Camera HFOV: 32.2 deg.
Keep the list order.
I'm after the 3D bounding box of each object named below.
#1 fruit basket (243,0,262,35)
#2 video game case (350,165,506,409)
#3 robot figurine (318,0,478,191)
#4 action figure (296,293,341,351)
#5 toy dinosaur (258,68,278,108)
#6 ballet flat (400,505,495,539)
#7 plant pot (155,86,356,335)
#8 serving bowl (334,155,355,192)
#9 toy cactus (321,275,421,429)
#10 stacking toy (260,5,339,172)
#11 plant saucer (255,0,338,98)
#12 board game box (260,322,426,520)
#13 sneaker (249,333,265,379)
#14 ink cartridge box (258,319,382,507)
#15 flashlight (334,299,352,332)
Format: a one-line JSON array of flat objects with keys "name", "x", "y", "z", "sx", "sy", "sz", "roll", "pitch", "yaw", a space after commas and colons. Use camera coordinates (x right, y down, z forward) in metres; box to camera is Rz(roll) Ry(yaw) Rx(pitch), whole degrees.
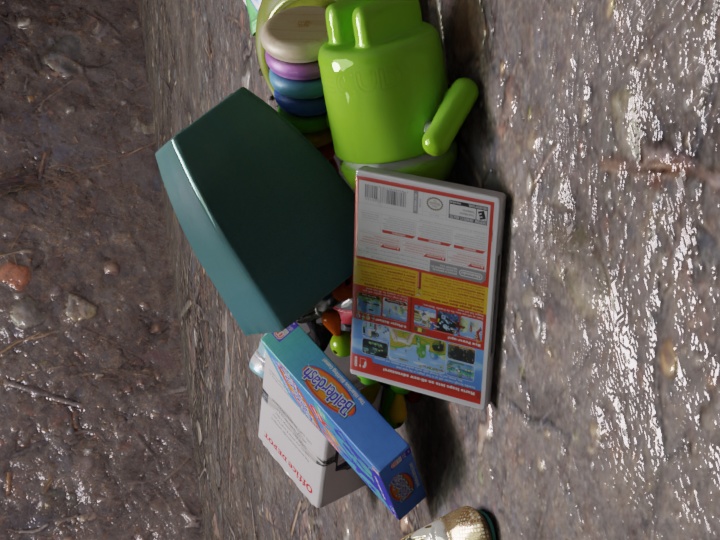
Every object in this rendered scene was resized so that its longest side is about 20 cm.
[{"name": "fruit basket", "x": -0.040, "y": -0.252, "z": 1.316, "sx": 0.184, "sy": 0.093, "sz": 0.203, "roll": -28, "pitch": 83, "yaw": 47}, {"name": "video game case", "x": 0.057, "y": 0.016, "z": 1.123, "sx": 0.017, "sy": 0.141, "sz": 0.203, "roll": -33, "pitch": -49, "yaw": -56}, {"name": "robot figurine", "x": 0.026, "y": -0.152, "z": 1.151, "sx": 0.174, "sy": 0.115, "sz": 0.203, "roll": 17, "pitch": 125, "yaw": 50}, {"name": "action figure", "x": -0.059, "y": 0.006, "z": 1.360, "sx": 0.119, "sy": 0.101, "sz": 0.202, "roll": 43, "pitch": 141, "yaw": 28}, {"name": "toy dinosaur", "x": -0.090, "y": -0.273, "z": 1.702, "sx": 0.200, "sy": 0.076, "sz": 0.104, "roll": -123, "pitch": 43, "yaw": -70}, {"name": "ballet flat", "x": 0.074, "y": 0.279, "z": 1.225, "sx": 0.200, "sy": 0.064, "sz": 0.072, "roll": 118, "pitch": 145, "yaw": -63}, {"name": "plant pot", "x": -0.098, "y": -0.063, "z": 1.203, "sx": 0.201, "sy": 0.141, "sz": 0.141, "roll": 55, "pitch": 161, "yaw": -9}, {"name": "serving bowl", "x": -0.042, "y": -0.065, "z": 1.516, "sx": 0.200, "sy": 0.065, "sz": 0.204, "roll": -166, "pitch": 90, "yaw": -73}, {"name": "toy cactus", "x": 0.026, "y": 0.060, "z": 1.310, "sx": 0.166, "sy": 0.101, "sz": 0.202, "roll": -74, "pitch": -37, "yaw": -61}, {"name": "stacking toy", "x": -0.049, "y": -0.158, "z": 1.255, "sx": 0.086, "sy": 0.084, "sz": 0.202, "roll": -113, "pitch": 14, "yaw": -49}, {"name": "plant saucer", "x": -0.029, "y": -0.214, "z": 1.271, "sx": 0.031, "sy": 0.197, "sz": 0.202, "roll": -46, "pitch": -29, "yaw": -47}, {"name": "board game box", "x": -0.017, "y": 0.157, "z": 1.324, "sx": 0.200, "sy": 0.045, "sz": 0.153, "roll": 46, "pitch": 167, "yaw": 28}, {"name": "sneaker", "x": -0.079, "y": 0.077, "z": 1.682, "sx": 0.132, "sy": 0.079, "sz": 0.200, "roll": -62, "pitch": 0, "yaw": 9}, {"name": "ink cartridge box", "x": -0.052, "y": 0.167, "z": 1.546, "sx": 0.145, "sy": 0.083, "sz": 0.202, "roll": 44, "pitch": 140, "yaw": 37}, {"name": "flashlight", "x": 0.000, "y": 0.000, "z": 1.421, "sx": 0.201, "sy": 0.066, "sz": 0.069, "roll": 107, "pitch": 163, "yaw": -54}]
